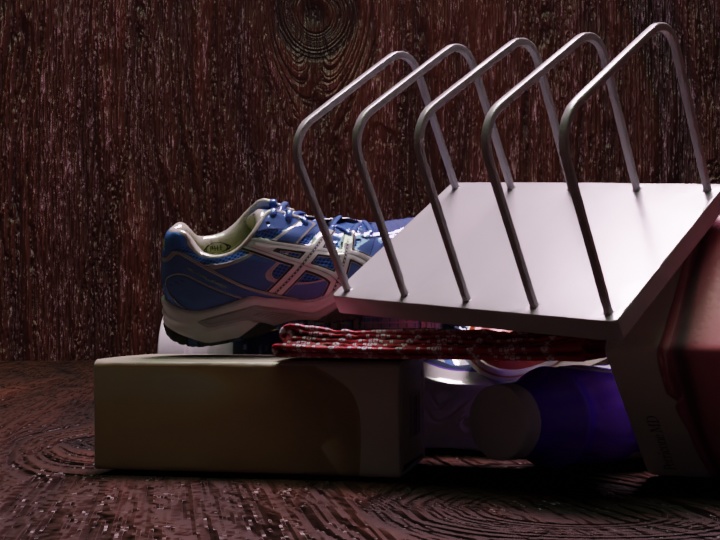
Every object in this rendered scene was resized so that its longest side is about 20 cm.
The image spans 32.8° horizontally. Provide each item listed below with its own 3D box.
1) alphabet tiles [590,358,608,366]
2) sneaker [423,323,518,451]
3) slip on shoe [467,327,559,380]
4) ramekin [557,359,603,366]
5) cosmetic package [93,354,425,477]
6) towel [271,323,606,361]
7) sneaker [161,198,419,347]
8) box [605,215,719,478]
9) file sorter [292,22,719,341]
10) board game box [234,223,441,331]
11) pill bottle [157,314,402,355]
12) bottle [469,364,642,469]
[{"bbox_3d":[0.268,0.091,0.951,0.195,0.015,0.200,14,-22,-18],"label":"alphabet tiles"},{"bbox_3d":[0.048,0.076,0.945,0.199,0.081,0.147,8,18,7],"label":"sneaker"},{"bbox_3d":[0.155,0.007,0.890,0.199,0.074,0.061,-33,-34,-16],"label":"slip on shoe"},{"bbox_3d":[0.174,0.092,1.142,0.199,0.098,0.200,0,-2,0],"label":"ramekin"},{"bbox_3d":[-0.062,0.091,0.797,0.199,0.072,0.105,-1,-2,13],"label":"cosmetic package"},{"bbox_3d":[0.063,0.044,0.769,0.199,0.023,0.144,-1,-3,22],"label":"towel"},{"bbox_3d":[-0.036,-0.009,0.808,0.199,0.077,0.076,-14,21,-13],"label":"sneaker"},{"bbox_3d":[0.256,0.045,0.699,0.199,0.109,0.128,-2,-43,28],"label":"box"},{"bbox_3d":[0.080,-0.057,0.705,0.199,0.125,0.139,3,35,43],"label":"file sorter"},{"bbox_3d":[0.000,0.000,0.949,0.198,0.062,0.200,-2,8,-5],"label":"board game box"},{"bbox_3d":[-0.064,0.079,1.027,0.199,0.117,0.116,-1,-2,1],"label":"pill bottle"},{"bbox_3d":[0.155,0.095,0.814,0.199,0.066,0.083,2,-2,-42],"label":"bottle"}]
